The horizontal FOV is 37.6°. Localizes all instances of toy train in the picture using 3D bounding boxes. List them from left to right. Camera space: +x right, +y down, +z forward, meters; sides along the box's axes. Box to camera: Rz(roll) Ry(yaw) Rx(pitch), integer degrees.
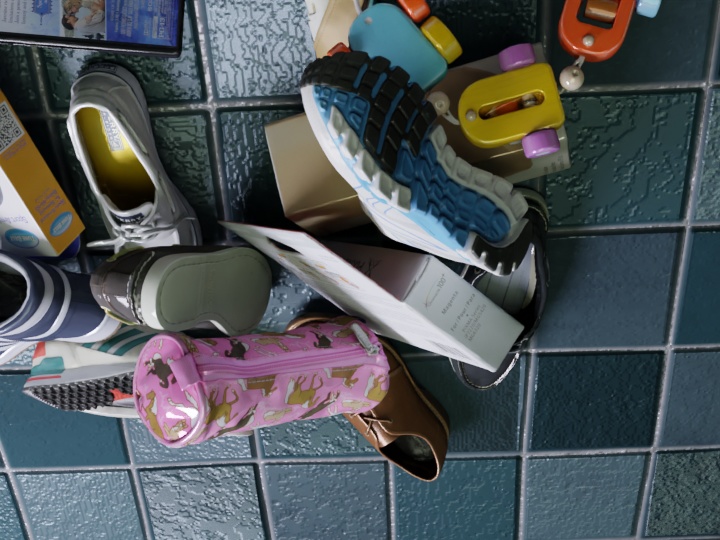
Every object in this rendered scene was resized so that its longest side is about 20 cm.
[{"bbox_3d":[0.081,-0.150,0.673,0.200,0.056,0.151,12,89,7],"label":"toy train"}]

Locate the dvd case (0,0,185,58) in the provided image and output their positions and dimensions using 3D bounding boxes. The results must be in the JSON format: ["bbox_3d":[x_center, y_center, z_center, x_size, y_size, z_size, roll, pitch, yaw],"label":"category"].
[{"bbox_3d":[-0.212,-0.218,0.688,0.200,0.018,0.143,4,93,-3],"label":"dvd case"}]

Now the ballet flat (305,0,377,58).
[{"bbox_3d":[-0.007,-0.211,0.710,0.063,0.069,0.200,18,114,-1],"label":"ballet flat"}]

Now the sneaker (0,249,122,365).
[{"bbox_3d":[-0.292,0.031,0.826,0.200,0.070,0.108,-11,165,28],"label":"sneaker"}]

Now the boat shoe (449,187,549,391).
[{"bbox_3d":[0.115,0.033,0.869,0.074,0.066,0.200,11,124,-7],"label":"boat shoe"}]

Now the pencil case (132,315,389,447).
[{"bbox_3d":[-0.069,0.079,0.782,0.200,0.083,0.087,-4,119,-45],"label":"pencil case"}]

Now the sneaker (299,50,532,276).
[{"bbox_3d":[0.019,-0.056,0.652,0.087,0.075,0.200,2,150,44],"label":"sneaker"}]

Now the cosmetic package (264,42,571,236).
[{"bbox_3d":[0.044,-0.088,0.755,0.200,0.105,0.071,-15,81,12],"label":"cosmetic package"}]

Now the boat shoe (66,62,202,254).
[{"bbox_3d":[-0.172,-0.050,0.803,0.074,0.086,0.202,-6,126,6],"label":"boat shoe"}]

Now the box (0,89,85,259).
[{"bbox_3d":[-0.290,-0.079,0.784,0.119,0.041,0.200,-1,127,35],"label":"box"}]

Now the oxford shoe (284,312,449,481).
[{"bbox_3d":[0.011,0.111,0.924,0.071,0.071,0.200,-37,115,25],"label":"oxford shoe"}]

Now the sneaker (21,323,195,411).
[{"bbox_3d":[-0.182,0.057,0.865,0.199,0.094,0.070,-8,152,19],"label":"sneaker"}]

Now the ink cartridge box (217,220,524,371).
[{"bbox_3d":[0.000,0.000,0.780,0.173,0.200,0.044,37,80,-22],"label":"ink cartridge box"}]

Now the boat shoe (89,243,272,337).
[{"bbox_3d":[-0.128,0.012,0.808,0.060,0.201,0.072,10,90,19],"label":"boat shoe"}]

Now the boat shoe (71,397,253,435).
[{"bbox_3d":[-0.186,0.102,0.924,0.200,0.074,0.060,6,85,15],"label":"boat shoe"}]
